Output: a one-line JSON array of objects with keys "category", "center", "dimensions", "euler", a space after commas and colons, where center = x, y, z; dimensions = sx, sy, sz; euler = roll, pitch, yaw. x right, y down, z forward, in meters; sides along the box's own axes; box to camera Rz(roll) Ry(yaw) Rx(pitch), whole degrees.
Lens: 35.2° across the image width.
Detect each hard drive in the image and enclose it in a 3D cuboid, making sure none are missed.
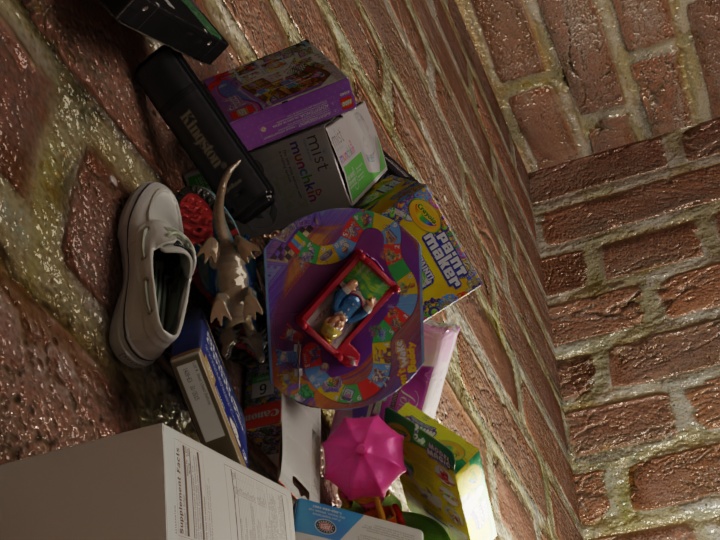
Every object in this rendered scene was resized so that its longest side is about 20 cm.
[{"category": "hard drive", "center": [-0.223, -0.283, 1.133], "dimensions": [0.140, 0.038, 0.200], "euler": [50, 13, 13]}]

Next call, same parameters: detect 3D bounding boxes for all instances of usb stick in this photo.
[{"category": "usb stick", "center": [-0.160, -0.141, 1.168], "dimensions": [0.201, 0.055, 0.033], "euler": [55, 5, 5]}]

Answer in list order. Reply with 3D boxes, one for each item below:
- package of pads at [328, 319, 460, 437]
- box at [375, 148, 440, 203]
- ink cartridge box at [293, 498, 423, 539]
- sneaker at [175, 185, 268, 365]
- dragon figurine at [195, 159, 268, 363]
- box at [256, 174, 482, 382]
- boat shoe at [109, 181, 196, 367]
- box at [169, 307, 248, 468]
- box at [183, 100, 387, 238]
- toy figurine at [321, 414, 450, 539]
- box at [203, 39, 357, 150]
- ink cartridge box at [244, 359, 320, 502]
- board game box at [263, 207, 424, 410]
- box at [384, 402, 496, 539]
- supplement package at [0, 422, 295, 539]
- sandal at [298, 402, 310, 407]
[{"category": "package of pads", "center": [0.041, 0.147, 1.422], "dimensions": [0.076, 0.120, 0.201], "euler": [-1, 107, -71]}, {"category": "box", "center": [-0.005, -0.088, 1.432], "dimensions": [0.036, 0.143, 0.200], "euler": [-2, 41, -50]}, {"category": "ink cartridge box", "center": [-0.017, 0.346, 1.135], "dimensions": [0.201, 0.144, 0.085], "euler": [-84, -166, -51]}, {"category": "sneaker", "center": [-0.151, 0.000, 1.186], "dimensions": [0.096, 0.079, 0.201], "euler": [-112, -177, -67]}, {"category": "dragon figurine", "center": [-0.128, -0.002, 1.102], "dimensions": [0.099, 0.058, 0.202], "euler": [-163, -118, -79]}, {"category": "box", "center": [0.000, 0.000, 1.218], "dimensions": [0.122, 0.192, 0.200], "euler": [59, -3, -11]}, {"category": "boat shoe", "center": [-0.179, -0.005, 1.044], "dimensions": [0.073, 0.067, 0.201], "euler": [33, 42, -42]}, {"category": "box", "center": [-0.139, 0.107, 1.050], "dimensions": [0.200, 0.032, 0.122], "euler": [-128, -162, -76]}, {"category": "box", "center": [-0.079, -0.115, 1.303], "dimensions": [0.200, 0.175, 0.097], "euler": [-53, 126, -70]}, {"category": "toy figurine", "center": [0.011, 0.243, 1.306], "dimensions": [0.200, 0.149, 0.185], "euler": [-121, -162, -63]}, {"category": "box", "center": [-0.095, -0.199, 1.276], "dimensions": [0.200, 0.136, 0.039], "euler": [-123, -167, -63]}, {"category": "ink cartridge box", "center": [-0.086, 0.168, 1.255], "dimensions": [0.109, 0.050, 0.201], "euler": [57, 25, -48]}, {"category": "board game box", "center": [-0.011, 0.042, 1.095], "dimensions": [0.039, 0.157, 0.202], "euler": [-140, -133, -75]}, {"category": "box", "center": [0.092, 0.237, 1.320], "dimensions": [0.048, 0.117, 0.201], "euler": [-41, 139, -22]}, {"category": "supplement package", "center": [-0.151, 0.221, 0.814], "dimensions": [0.200, 0.151, 0.152], "euler": [46, 33, -58]}, {"category": "sandal", "center": [-0.031, 0.118, 1.296], "dimensions": [0.200, 0.075, 0.048], "euler": [-45, 144, -65]}]
